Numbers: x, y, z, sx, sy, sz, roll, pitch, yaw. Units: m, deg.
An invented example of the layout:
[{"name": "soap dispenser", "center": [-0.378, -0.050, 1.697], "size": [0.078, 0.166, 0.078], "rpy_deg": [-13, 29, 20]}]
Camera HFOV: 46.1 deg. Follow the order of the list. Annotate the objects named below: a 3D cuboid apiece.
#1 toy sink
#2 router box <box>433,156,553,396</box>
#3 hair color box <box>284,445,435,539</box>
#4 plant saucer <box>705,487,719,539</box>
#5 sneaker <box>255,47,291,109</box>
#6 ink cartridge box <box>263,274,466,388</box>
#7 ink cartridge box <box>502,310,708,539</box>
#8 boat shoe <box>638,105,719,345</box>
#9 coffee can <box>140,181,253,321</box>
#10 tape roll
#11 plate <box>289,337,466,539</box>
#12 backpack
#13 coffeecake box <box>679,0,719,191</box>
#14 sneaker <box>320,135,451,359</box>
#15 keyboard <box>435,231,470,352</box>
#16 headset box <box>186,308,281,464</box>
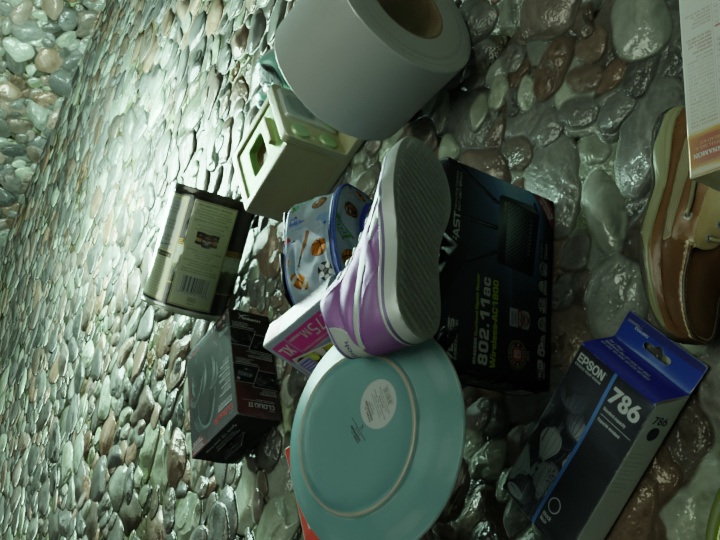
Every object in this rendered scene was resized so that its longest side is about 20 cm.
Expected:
[{"name": "toy sink", "center": [-0.094, -0.186, 1.234], "size": [0.200, 0.112, 0.131], "rpy_deg": [-52, 40, 32]}, {"name": "router box", "center": [0.113, 0.010, 0.809], "size": [0.062, 0.149, 0.201], "rpy_deg": [-16, 65, 51]}, {"name": "hair color box", "center": [0.010, 0.243, 0.824], "size": [0.064, 0.200, 0.111], "rpy_deg": [-30, 48, 12]}, {"name": "plant saucer", "center": [0.307, 0.196, 0.552], "size": [0.200, 0.031, 0.201], "rpy_deg": [-27, 56, 49]}, {"name": "sneaker", "center": [-0.096, -0.314, 1.330], "size": [0.140, 0.078, 0.200], "rpy_deg": [-52, -2, -16]}, {"name": "ink cartridge box", "center": [0.011, 0.096, 0.887], "size": [0.119, 0.200, 0.042], "rpy_deg": [-39, 25, 41]}, {"name": "ink cartridge box", "center": [0.203, 0.138, 0.725], "size": [0.099, 0.039, 0.201], "rpy_deg": [46, 115, 54]}, {"name": "boat shoe", "center": [0.270, -0.043, 0.664], "size": [0.074, 0.075, 0.201], "rpy_deg": [-10, 70, 51]}, {"name": "coffee can", "center": [-0.268, -0.031, 1.404], "size": [0.146, 0.146, 0.201], "rpy_deg": [20, 94, 57]}, {"name": "tape roll", "center": [0.015, -0.279, 1.026], "size": [0.139, 0.202, 0.204], "rpy_deg": [-39, 47, 43]}, {"name": "plate", "center": [0.002, 0.137, 0.707], "size": [0.200, 0.026, 0.201], "rpy_deg": [-21, 59, 40]}, {"name": "backpack", "center": [0.000, 0.000, 0.948], "size": [0.154, 0.190, 0.201], "rpy_deg": [-28, 53, 29]}, {"name": "coffeecake box", "center": [0.298, -0.145, 0.587], "size": [0.073, 0.153, 0.201], "rpy_deg": [-19, 62, 52]}, {"name": "sneaker", "center": [0.012, -0.019, 0.727], "size": [0.114, 0.073, 0.201], "rpy_deg": [-26, 43, 43]}, {"name": "keyboard", "center": [0.036, 0.059, 0.746], "size": [0.201, 0.021, 0.127], "rpy_deg": [-63, 37, 16]}, {"name": "headset box", "center": [-0.194, 0.184, 1.272], "size": [0.149, 0.077, 0.201], "rpy_deg": [-45, 42, 38]}]
